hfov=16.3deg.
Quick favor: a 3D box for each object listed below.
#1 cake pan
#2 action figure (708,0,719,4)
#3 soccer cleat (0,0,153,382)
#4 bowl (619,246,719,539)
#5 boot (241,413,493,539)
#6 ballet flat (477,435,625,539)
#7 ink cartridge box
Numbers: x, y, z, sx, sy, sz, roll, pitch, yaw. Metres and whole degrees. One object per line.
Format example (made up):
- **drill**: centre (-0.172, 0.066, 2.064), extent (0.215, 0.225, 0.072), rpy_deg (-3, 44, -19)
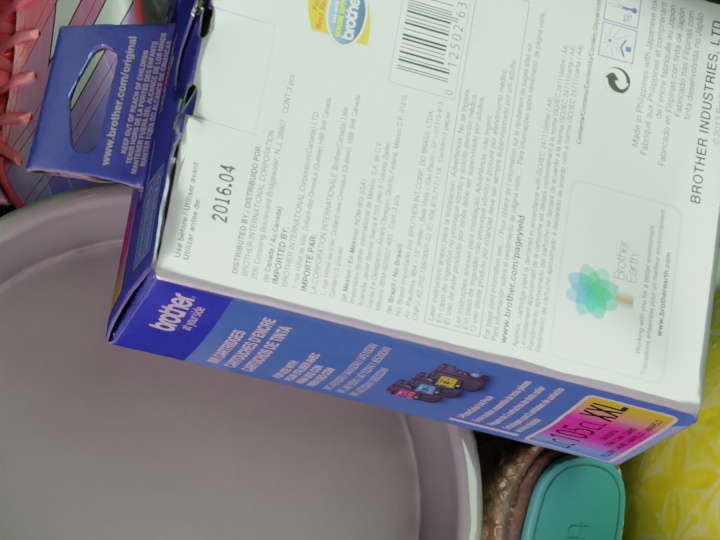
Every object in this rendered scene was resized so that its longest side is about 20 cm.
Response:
- **cake pan**: centre (-0.063, 0.073, 0.782), extent (0.200, 0.037, 0.201), rpy_deg (1, 80, -8)
- **action figure**: centre (0.118, -0.083, 0.984), extent (0.130, 0.069, 0.200), rpy_deg (31, 25, -24)
- **soccer cleat**: centre (-0.106, -0.054, 0.853), extent (0.076, 0.067, 0.201), rpy_deg (-2, 70, -29)
- **bowl**: centre (0.140, 0.056, 0.889), extent (0.108, 0.200, 0.200), rpy_deg (42, 48, 19)
- **boot**: centre (0.000, 0.000, 0.887), extent (0.200, 0.073, 0.151), rpy_deg (-31, 80, -31)
- **ballet flat**: centre (0.041, 0.147, 0.831), extent (0.070, 0.065, 0.201), rpy_deg (16, 89, -32)
- **ink cartridge box**: centre (0.006, -0.034, 0.755), extent (0.199, 0.076, 0.137), rpy_deg (15, 68, -13)
